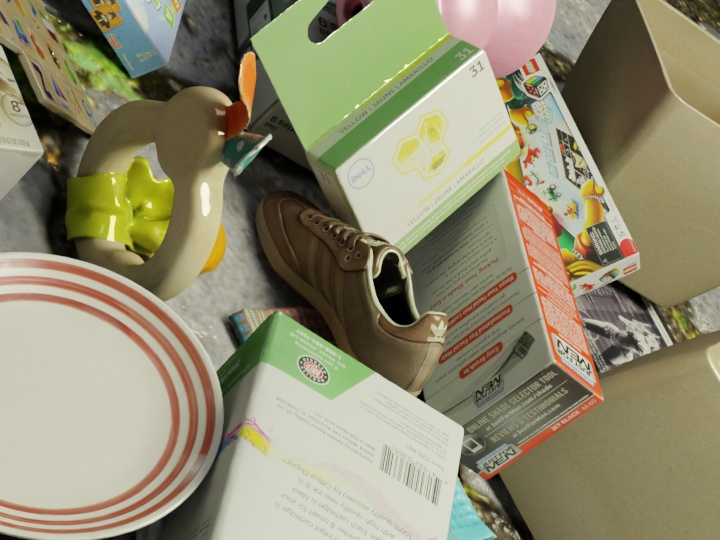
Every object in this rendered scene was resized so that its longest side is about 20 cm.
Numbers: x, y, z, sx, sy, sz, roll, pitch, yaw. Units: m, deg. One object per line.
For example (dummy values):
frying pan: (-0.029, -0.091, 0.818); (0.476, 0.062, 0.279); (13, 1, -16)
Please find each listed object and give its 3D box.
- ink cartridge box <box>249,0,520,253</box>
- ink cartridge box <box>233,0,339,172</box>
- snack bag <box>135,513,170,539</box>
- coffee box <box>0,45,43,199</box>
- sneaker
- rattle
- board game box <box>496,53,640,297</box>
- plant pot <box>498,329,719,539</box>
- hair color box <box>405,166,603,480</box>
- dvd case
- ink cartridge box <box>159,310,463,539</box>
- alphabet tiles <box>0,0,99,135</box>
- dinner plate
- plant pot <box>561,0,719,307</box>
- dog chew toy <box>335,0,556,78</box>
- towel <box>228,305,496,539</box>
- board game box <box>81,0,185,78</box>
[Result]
ink cartridge box: (0.023, -0.119, 1.287); (0.048, 0.145, 0.201); (34, -23, 44)
ink cartridge box: (-0.018, -0.170, 1.439); (0.145, 0.084, 0.201); (26, 39, -34)
snack bag: (-0.047, 0.158, 1.105); (0.199, 0.021, 0.190); (24, 43, -28)
coffee box: (-0.279, -0.133, 1.079); (0.112, 0.080, 0.201); (3, 54, -50)
sneaker: (0.000, 0.000, 1.262); (0.070, 0.076, 0.201); (6, 38, -45)
rattle: (-0.079, -0.053, 1.130); (0.142, 0.200, 0.131); (23, 40, -35)
board game box: (0.127, -0.065, 1.480); (0.035, 0.125, 0.201); (67, -1, -64)
plant pot: (0.242, 0.143, 1.334); (0.199, 0.177, 0.201); (-16, 73, -54)
hair color box: (0.096, 0.035, 1.324); (0.064, 0.111, 0.201); (36, 30, -34)
dvd case: (0.208, 0.061, 1.547); (0.199, 0.016, 0.150); (4, 53, -49)
ink cartridge box: (-0.030, 0.147, 1.043); (0.145, 0.087, 0.201); (33, 38, -18)
alphabet tiles: (-0.223, -0.172, 1.153); (0.168, 0.007, 0.200); (64, 5, 9)
dinner plate: (-0.173, 0.070, 1.009); (0.198, 0.024, 0.201); (13, 45, -13)
plant pot: (0.261, -0.092, 1.587); (0.199, 0.177, 0.201); (30, 29, -24)
dog chew toy: (0.059, -0.200, 1.379); (0.199, 0.124, 0.125); (-15, 68, -49)
towel: (0.003, 0.109, 1.237); (0.146, 0.022, 0.201); (-2, 58, -53)
board game box: (-0.186, -0.259, 1.303); (0.152, 0.036, 0.201); (-83, 149, -50)
